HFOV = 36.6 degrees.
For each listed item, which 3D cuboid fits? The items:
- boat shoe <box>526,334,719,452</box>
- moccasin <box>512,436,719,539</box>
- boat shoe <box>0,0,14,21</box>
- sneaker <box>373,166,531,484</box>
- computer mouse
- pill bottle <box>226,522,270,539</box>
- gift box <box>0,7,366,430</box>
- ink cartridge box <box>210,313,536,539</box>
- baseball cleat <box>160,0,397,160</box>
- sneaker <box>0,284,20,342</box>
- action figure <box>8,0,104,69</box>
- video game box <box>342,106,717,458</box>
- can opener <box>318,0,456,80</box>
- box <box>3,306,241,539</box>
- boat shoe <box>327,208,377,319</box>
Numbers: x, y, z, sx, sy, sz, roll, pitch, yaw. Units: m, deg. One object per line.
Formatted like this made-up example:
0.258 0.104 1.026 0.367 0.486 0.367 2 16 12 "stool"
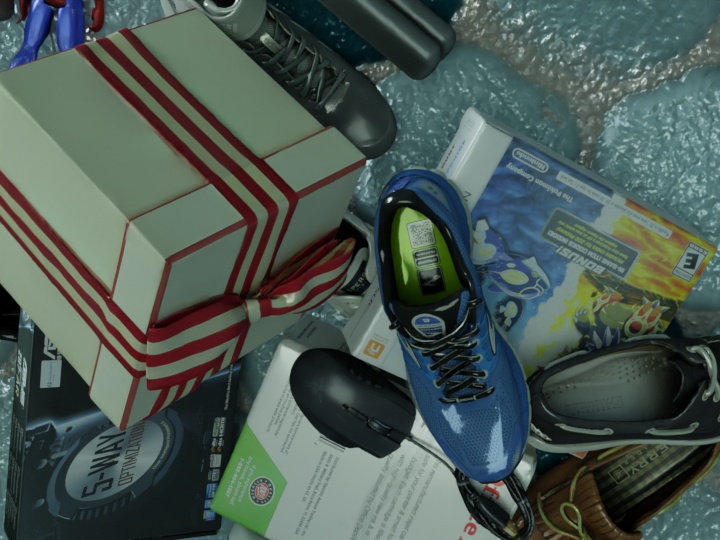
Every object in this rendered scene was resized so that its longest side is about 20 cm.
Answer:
0.202 0.075 0.724 0.198 0.060 0.075 -6 68 -4 "boat shoe"
0.178 0.171 0.789 0.201 0.078 0.074 -36 96 14 "moccasin"
-0.347 -0.227 0.793 0.198 0.076 0.072 14 101 4 "boat shoe"
0.047 0.038 0.667 0.078 0.089 0.202 -19 93 17 "sneaker"
0.035 0.121 0.737 0.199 0.034 0.059 34 100 2 "computer mouse"
-0.082 0.293 0.836 0.112 0.112 0.201 26 104 3 "pill bottle"
-0.115 -0.023 0.692 0.187 0.184 0.201 43 143 19 "gift box"
0.012 0.146 0.806 0.199 0.084 0.146 26 104 4 "ink cartridge box"
-0.060 -0.145 0.746 0.199 0.106 0.070 33 85 -1 "baseball cleat"
-0.294 0.008 0.823 0.198 0.088 0.076 14 103 6 "sneaker"
-0.220 -0.193 0.793 0.065 0.052 0.202 12 98 0 "action figure"
0.116 0.014 0.754 0.199 0.047 0.183 25 107 -17 "video game box"
-0.024 -0.204 0.766 0.199 0.053 0.067 36 139 2 "can opener"
-0.172 0.102 0.803 0.159 0.043 0.202 2 104 -31 "box"
0.000 0.000 0.788 0.072 0.066 0.200 -42 92 14 "boat shoe"
